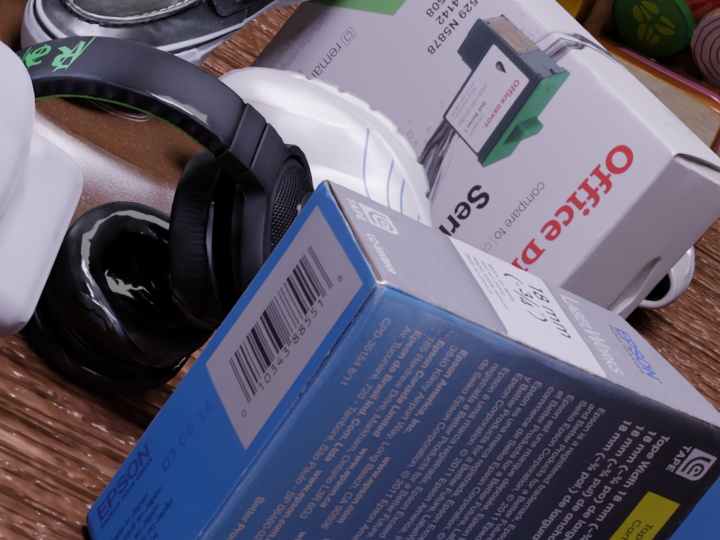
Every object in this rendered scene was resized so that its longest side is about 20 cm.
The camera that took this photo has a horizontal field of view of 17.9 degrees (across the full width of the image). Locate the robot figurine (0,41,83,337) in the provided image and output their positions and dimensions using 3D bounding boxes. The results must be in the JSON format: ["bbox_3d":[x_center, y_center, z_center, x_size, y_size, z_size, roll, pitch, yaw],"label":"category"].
[{"bbox_3d":[-0.179,-0.050,0.690,0.200,0.169,0.113,35,59,-33],"label":"robot figurine"}]

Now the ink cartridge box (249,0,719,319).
[{"bbox_3d":[0.053,-0.058,1.070,0.200,0.146,0.084,47,15,26],"label":"ink cartridge box"}]

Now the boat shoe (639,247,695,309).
[{"bbox_3d":[0.102,-0.051,1.266,0.200,0.072,0.066,46,15,0],"label":"boat shoe"}]

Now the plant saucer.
[{"bbox_3d":[-0.120,-0.073,0.989,0.200,0.032,0.200,33,20,-14],"label":"plant saucer"}]

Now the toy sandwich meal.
[{"bbox_3d":[0.160,-0.109,1.308,0.205,0.205,0.070,40,36,7],"label":"toy sandwich meal"}]

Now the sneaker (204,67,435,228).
[{"bbox_3d":[0.000,0.000,0.939,0.200,0.074,0.087,50,29,2],"label":"sneaker"}]

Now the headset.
[{"bbox_3d":[-0.063,0.010,0.800,0.200,0.123,0.094,47,39,-27],"label":"headset"}]

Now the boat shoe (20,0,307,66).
[{"bbox_3d":[-0.063,-0.141,0.986,0.072,0.071,0.200,44,49,15],"label":"boat shoe"}]

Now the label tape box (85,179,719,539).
[{"bbox_3d":[0.033,0.075,0.752,0.200,0.144,0.063,24,21,-34],"label":"label tape box"}]
